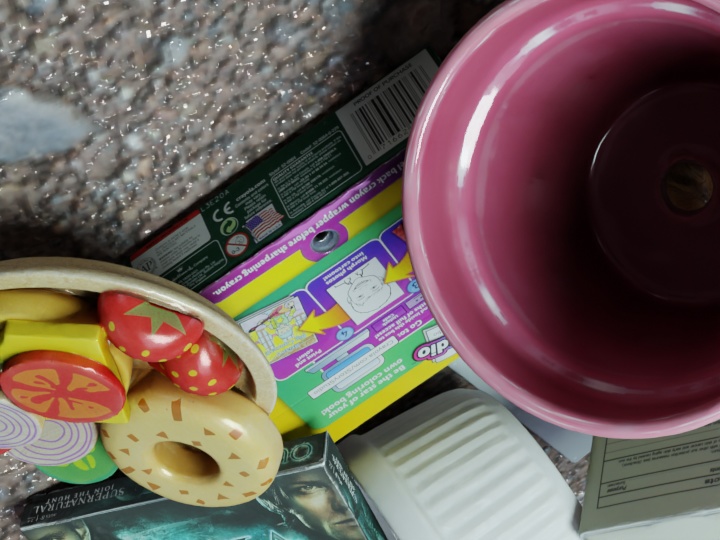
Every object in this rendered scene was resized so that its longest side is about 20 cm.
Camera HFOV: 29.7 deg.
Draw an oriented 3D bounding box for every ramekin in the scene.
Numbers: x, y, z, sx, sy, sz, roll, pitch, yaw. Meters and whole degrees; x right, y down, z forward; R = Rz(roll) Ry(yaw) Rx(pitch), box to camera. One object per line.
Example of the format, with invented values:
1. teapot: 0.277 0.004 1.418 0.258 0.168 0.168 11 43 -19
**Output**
1. ramekin: 0.075 0.170 0.864 0.104 0.200 0.201 -33 140 -10

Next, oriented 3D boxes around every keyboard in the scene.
1. keyboard: 0.128 0.085 0.945 0.056 0.011 0.200 -36 138 14

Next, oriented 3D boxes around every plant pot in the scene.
1. plant pot: 0.143 -0.035 0.649 0.200 0.200 0.178 -50 163 22

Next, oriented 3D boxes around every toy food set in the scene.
1. toy food set: -0.140 0.061 0.687 0.195 0.049 0.201 2 147 4

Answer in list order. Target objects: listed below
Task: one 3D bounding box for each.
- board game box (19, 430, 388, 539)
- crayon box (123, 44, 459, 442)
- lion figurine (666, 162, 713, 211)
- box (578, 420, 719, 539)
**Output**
1. board game box: -0.087 0.169 0.818 0.198 0.028 0.136 -15 128 16
2. crayon box: 0.000 0.000 0.751 0.199 0.059 0.173 -34 140 5
3. lion figurine: 0.165 -0.026 0.798 0.200 0.124 0.072 -39 155 32
4. box: 0.224 0.100 0.830 0.127 0.201 0.109 -18 128 34
